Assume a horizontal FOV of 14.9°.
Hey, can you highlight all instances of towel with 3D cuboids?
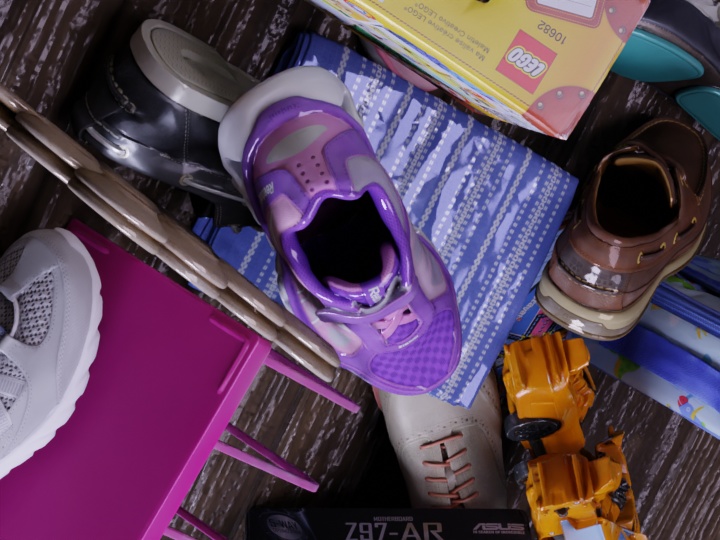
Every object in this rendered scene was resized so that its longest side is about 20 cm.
[{"bbox_3d":[0.011,-0.024,1.446,0.199,0.024,0.146,26,91,-33],"label":"towel"}]

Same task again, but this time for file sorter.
[{"bbox_3d":[-0.113,0.108,1.349,0.125,0.139,0.201,32,89,-53],"label":"file sorter"}]

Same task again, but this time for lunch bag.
[{"bbox_3d":[0.226,0.053,1.582,0.160,0.200,0.083,6,108,-46],"label":"lunch bag"}]

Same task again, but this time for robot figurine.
[{"bbox_3d":[0.122,0.115,1.553,0.058,0.146,0.200,-13,157,8],"label":"robot figurine"}]

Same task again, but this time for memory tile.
[{"bbox_3d":[-0.098,-0.023,1.274,0.017,0.153,0.200,-52,141,0],"label":"memory tile"}]

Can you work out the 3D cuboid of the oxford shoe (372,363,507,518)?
[{"bbox_3d":[0.053,0.101,1.545,0.070,0.074,0.201,-16,130,3],"label":"oxford shoe"}]

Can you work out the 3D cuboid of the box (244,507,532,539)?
[{"bbox_3d":[0.013,0.228,1.549,0.159,0.044,0.201,0,119,-3],"label":"box"}]

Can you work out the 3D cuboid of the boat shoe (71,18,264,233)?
[{"bbox_3d":[-0.054,-0.052,1.354,0.199,0.072,0.068,29,112,-39],"label":"boat shoe"}]

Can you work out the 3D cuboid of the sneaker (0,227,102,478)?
[{"bbox_3d":[-0.195,0.063,1.283,0.201,0.075,0.082,-56,141,-4],"label":"sneaker"}]

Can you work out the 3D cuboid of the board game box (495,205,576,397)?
[{"bbox_3d":[0.125,0.011,1.623,0.199,0.019,0.104,-18,124,-38],"label":"board game box"}]

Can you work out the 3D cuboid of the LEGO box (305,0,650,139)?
[{"bbox_3d":[0.012,-0.149,1.251,0.199,0.149,0.077,32,90,-16],"label":"LEGO box"}]

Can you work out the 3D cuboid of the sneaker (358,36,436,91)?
[{"bbox_3d":[0.053,-0.168,1.381,0.075,0.104,0.201,-25,130,-36],"label":"sneaker"}]

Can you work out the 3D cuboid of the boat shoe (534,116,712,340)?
[{"bbox_3d":[0.159,-0.037,1.538,0.200,0.072,0.068,-52,164,-53],"label":"boat shoe"}]

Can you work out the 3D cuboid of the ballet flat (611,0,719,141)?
[{"bbox_3d":[0.188,-0.129,1.577,0.199,0.073,0.073,28,92,-44],"label":"ballet flat"}]

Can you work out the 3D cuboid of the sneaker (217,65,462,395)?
[{"bbox_3d":[0.000,0.000,1.312,0.080,0.089,0.201,-31,132,-2],"label":"sneaker"}]
